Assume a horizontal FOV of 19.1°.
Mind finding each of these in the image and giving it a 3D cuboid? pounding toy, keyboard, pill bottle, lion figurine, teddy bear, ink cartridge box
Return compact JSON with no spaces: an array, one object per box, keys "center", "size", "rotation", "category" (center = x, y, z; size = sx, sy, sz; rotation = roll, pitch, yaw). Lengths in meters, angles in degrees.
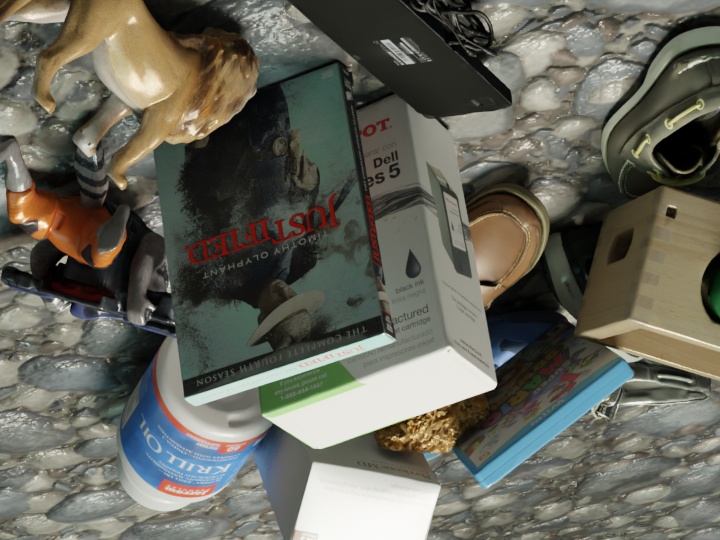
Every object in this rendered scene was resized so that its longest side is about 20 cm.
[{"center":[0.281,-0.001,1.553],"size":[0.183,0.143,0.200],"rotation":[16,172,-7],"category":"pounding toy"},{"center":[0.038,-0.156,1.361],"size":[0.103,0.040,0.200],"rotation":[-3,159,31],"category":"keyboard"},{"center":[-0.139,0.126,1.771],"size":[0.111,0.113,0.200],"rotation":[0,152,-21],"category":"pill bottle"},{"center":[-0.141,-0.132,1.283],"size":[0.123,0.072,0.200],"rotation":[-46,144,-4],"category":"lion figurine"},{"center":[0.039,0.085,1.731],"size":[0.144,0.067,0.200],"rotation":[7,-165,7],"category":"teddy bear"},{"center":[0.000,0.000,1.463],"size":[0.145,0.201,0.084],"rotation":[-21,150,21],"category":"ink cartridge box"}]

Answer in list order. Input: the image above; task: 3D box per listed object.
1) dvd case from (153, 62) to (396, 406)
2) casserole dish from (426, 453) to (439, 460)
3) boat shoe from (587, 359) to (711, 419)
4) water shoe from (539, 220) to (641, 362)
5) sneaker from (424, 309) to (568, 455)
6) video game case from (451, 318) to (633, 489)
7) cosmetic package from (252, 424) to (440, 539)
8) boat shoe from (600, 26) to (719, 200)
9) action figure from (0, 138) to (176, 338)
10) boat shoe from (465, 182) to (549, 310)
[{"center":[-0.060,-0.025,1.388],"size":[0.145,0.201,0.022],"rotation":[-18,154,17],"category":"dvd case"},{"center":[-0.001,0.165,1.991],"size":[0.199,0.039,0.121],"rotation":[-21,152,23],"category":"casserole dish"},{"center":[0.218,0.095,1.889],"size":[0.198,0.071,0.072],"rotation":[-8,155,-4],"category":"boat shoe"},{"center":[0.216,0.018,1.731],"size":[0.078,0.072,0.200],"rotation":[-23,152,20],"category":"water shoe"},{"center":[0.102,0.097,1.838],"size":[0.199,0.083,0.074],"rotation":[-31,147,31],"category":"sneaker"},{"center":[0.131,0.101,1.682],"size":[0.143,0.018,0.200],"rotation":[-37,-169,-2],"category":"video game case"},{"center":[-0.016,0.158,1.719],"size":[0.112,0.200,0.082],"rotation":[11,105,-17],"category":"cosmetic package"},{"center":[0.221,-0.096,1.507],"size":[0.071,0.061,0.202],"rotation":[-6,156,-14],"category":"boat shoe"},{"center":[-0.161,-0.017,1.480],"size":[0.199,0.105,0.194],"rotation":[17,165,15],"category":"action figure"},{"center":[0.078,0.008,1.631],"size":[0.072,0.068,0.200],"rotation":[38,143,-1],"category":"boat shoe"}]
